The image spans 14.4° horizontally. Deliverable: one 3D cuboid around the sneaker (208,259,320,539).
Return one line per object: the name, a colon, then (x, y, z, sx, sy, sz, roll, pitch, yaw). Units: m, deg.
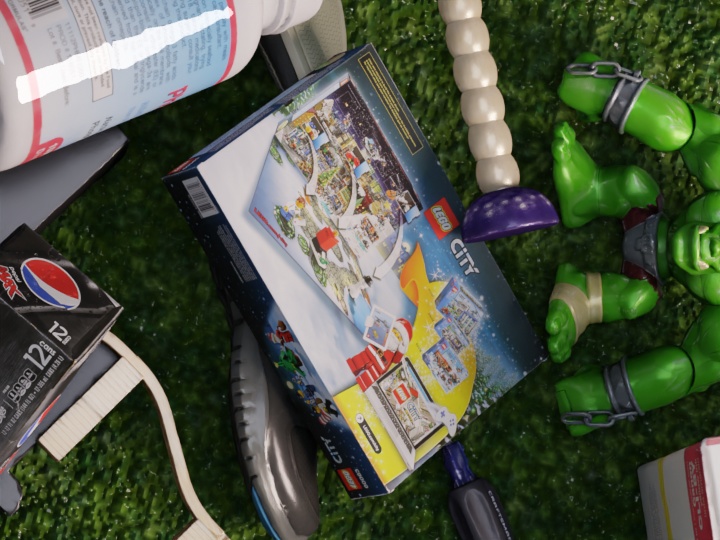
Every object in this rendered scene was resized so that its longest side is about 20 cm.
sneaker: (-0.034, 0.047, 1.526, 0.082, 0.073, 0.201, -6, 88, -7)

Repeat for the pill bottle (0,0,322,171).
pill bottle: (-0.121, -0.132, 1.429, 0.200, 0.109, 0.109, -24, 89, -28)

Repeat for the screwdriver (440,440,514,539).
screwdriver: (0.045, 0.079, 1.555, 0.029, 0.028, 0.201, -17, 87, -36)

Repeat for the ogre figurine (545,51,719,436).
ogre figurine: (0.164, -0.015, 1.540, 0.120, 0.098, 0.201, 0, 71, 13)

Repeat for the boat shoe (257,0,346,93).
boat shoe: (-0.066, -0.179, 1.550, 0.067, 0.072, 0.200, -21, 96, 31)

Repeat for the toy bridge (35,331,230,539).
toy bridge: (-0.136, 0.070, 1.450, 0.067, 0.027, 0.200, -45, 93, -9)

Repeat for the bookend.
bookend: (-0.183, -0.011, 1.508, 0.200, 0.092, 0.199, -44, 92, -7)

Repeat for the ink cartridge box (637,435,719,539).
ink cartridge box: (0.233, 0.124, 1.480, 0.145, 0.200, 0.084, -9, 83, -5)

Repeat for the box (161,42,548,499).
box: (0.000, 0.000, 1.501, 0.137, 0.038, 0.200, -37, 103, -35)

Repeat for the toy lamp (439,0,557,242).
toy lamp: (0.056, -0.117, 1.501, 0.058, 0.058, 0.201, -11, 85, -5)

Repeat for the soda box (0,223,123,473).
soda box: (-0.202, 0.074, 1.404, 0.071, 0.063, 0.200, 40, 121, 1)
